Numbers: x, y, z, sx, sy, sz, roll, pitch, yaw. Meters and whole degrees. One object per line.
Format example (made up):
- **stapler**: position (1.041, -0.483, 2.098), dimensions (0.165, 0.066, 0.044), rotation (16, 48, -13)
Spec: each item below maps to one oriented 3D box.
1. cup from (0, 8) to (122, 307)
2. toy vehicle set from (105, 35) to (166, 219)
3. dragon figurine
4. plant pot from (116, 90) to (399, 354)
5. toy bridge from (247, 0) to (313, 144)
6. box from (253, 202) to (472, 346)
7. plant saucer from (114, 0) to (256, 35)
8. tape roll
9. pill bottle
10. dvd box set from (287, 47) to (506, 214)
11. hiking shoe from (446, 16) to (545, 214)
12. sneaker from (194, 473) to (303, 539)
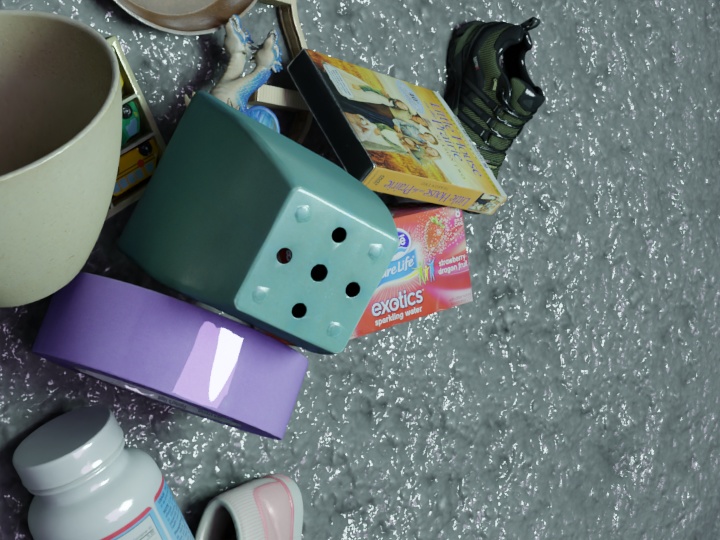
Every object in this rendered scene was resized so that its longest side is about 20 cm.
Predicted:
- **cup**: position (-0.246, -0.061, 0.756), dimensions (0.200, 0.200, 0.144), rotation (-40, 144, -31)
- **toy vehicle set**: position (-0.247, -0.083, 0.875), dimensions (0.200, 0.026, 0.125), rotation (-38, 116, -32)
- **dragon figurine**: position (-0.105, -0.111, 0.958), dimensions (0.099, 0.059, 0.201), rotation (-39, 137, -60)
- **plant pot**: position (-0.064, -0.026, 0.823), dimensions (0.141, 0.200, 0.142), rotation (27, 93, -28)
- **toy bridge**: position (-0.073, -0.154, 1.017), dimensions (0.067, 0.027, 0.201), rotation (4, 90, -41)
- **box**: position (0.000, 0.000, 1.044), dimensions (0.199, 0.095, 0.100), rotation (-14, 101, -39)
- **plant saucer**: position (-0.157, -0.295, 0.933), dimensions (0.200, 0.034, 0.201), rotation (-5, 97, -40)
- **tape roll**: position (-0.143, 0.067, 0.860), dimensions (0.200, 0.200, 0.066), rotation (28, 75, -38)
- **pill bottle**: position (-0.192, 0.212, 0.889), dimensions (0.109, 0.109, 0.201), rotation (-35, 113, -33)
- **dvd box set**: position (0.037, -0.124, 1.035), dimensions (0.200, 0.029, 0.147), rotation (8, 46, -49)
- **hiking shoe**: position (0.133, -0.157, 1.142), dimensions (0.075, 0.100, 0.201), rotation (3, 91, -39)
- **sneaker**: position (-0.099, 0.283, 0.983), dimensions (0.104, 0.075, 0.201), rotation (3, 84, -56)
